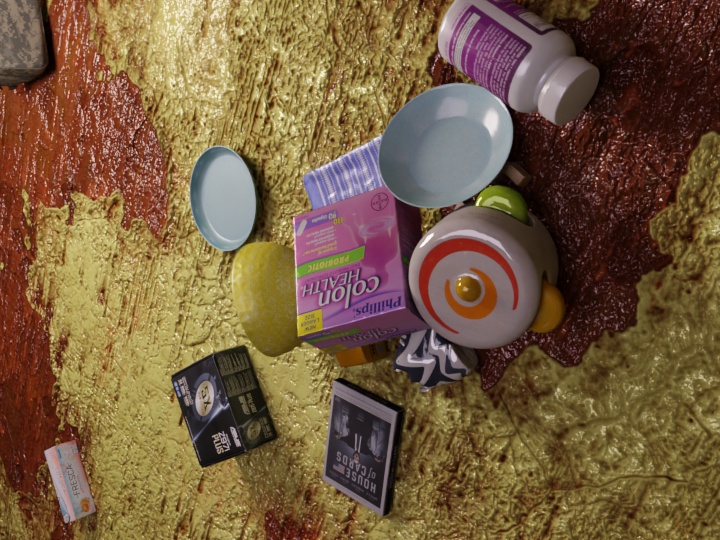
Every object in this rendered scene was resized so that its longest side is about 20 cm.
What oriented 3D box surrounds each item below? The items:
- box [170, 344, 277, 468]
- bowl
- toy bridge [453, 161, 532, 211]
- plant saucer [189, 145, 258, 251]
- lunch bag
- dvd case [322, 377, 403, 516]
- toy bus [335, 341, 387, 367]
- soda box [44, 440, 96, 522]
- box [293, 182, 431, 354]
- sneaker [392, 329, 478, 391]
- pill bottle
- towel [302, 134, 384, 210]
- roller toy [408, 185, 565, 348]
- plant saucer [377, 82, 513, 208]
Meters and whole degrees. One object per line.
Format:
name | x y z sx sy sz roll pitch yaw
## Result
box | -0.275 0.272 1.552 0.163 0.086 0.201 -27 80 41
bowl | -0.120 0.038 1.318 0.107 0.200 0.201 -15 88 21
toy bridge | 0.168 -0.077 1.131 0.067 0.027 0.201 49 126 27
plant saucer | -0.259 -0.139 1.501 0.199 0.027 0.202 9 104 40
lunch bag | -0.846 -0.553 1.880 0.167 0.139 0.201 -5 94 58
dvd case | 0.001 0.306 1.354 0.150 0.025 0.201 20 110 38
toy bus | -0.019 0.056 1.288 0.065 0.078 0.201 -15 88 43
soda box | -0.769 0.558 2.062 0.068 0.063 0.201 -25 80 41
box | 0.000 0.000 1.149 0.175 0.097 0.201 -16 63 24
sneaker | 0.079 0.097 1.207 0.129 0.079 0.200 -39 82 30
pill bottle | 0.204 -0.274 1.005 0.200 0.112 0.113 44 124 27
towel | -0.010 -0.124 1.284 0.199 0.024 0.146 -20 85 42
roller toy | 0.165 0.008 1.050 0.182 0.140 0.201 -27 95 34
plant saucer | 0.123 -0.171 1.107 0.200 0.039 0.202 -10 64 22
